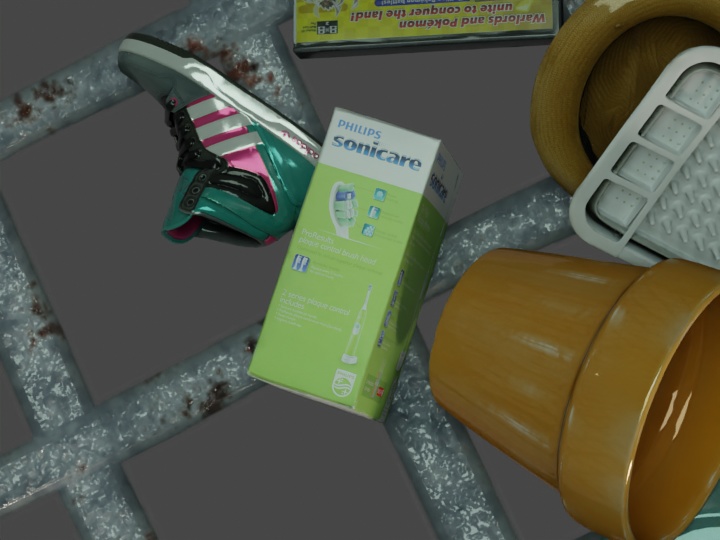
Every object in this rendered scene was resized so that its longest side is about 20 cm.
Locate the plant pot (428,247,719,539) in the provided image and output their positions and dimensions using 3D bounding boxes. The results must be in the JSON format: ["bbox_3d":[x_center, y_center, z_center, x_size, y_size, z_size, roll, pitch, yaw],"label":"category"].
[{"bbox_3d":[0.156,0.072,1.524,0.183,0.200,0.201,21,86,29],"label":"plant pot"}]

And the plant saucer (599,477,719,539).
[{"bbox_3d":[0.257,0.245,1.556,0.199,0.036,0.201,-1,83,9],"label":"plant saucer"}]

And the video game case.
[{"bbox_3d":[0.048,-0.251,1.599,0.199,0.026,0.181,-2,81,10],"label":"video game case"}]

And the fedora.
[{"bbox_3d":[0.213,-0.135,1.568,0.200,0.082,0.201,-1,120,-1],"label":"fedora"}]

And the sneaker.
[{"bbox_3d":[-0.125,-0.083,1.638,0.200,0.084,0.121,34,79,10],"label":"sneaker"}]

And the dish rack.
[{"bbox_3d":[0.263,-0.063,1.538,0.200,0.044,0.172,27,115,-17],"label":"dish rack"}]

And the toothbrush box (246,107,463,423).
[{"bbox_3d":[0.000,0.000,1.572,0.086,0.146,0.201,18,86,11],"label":"toothbrush box"}]
